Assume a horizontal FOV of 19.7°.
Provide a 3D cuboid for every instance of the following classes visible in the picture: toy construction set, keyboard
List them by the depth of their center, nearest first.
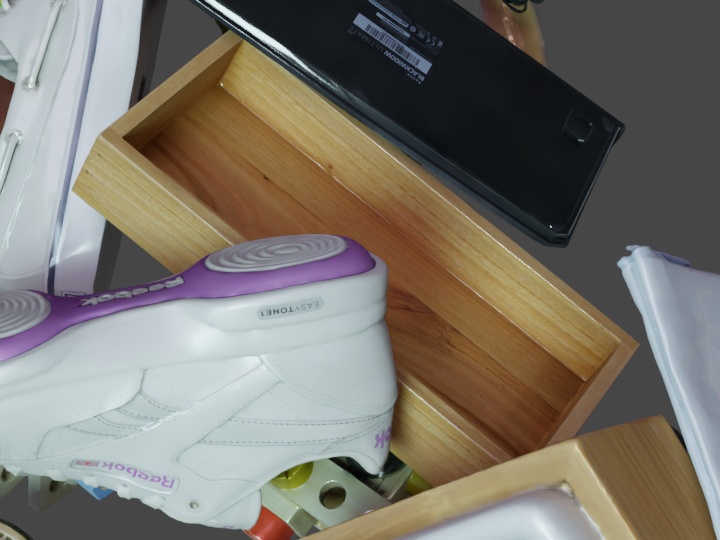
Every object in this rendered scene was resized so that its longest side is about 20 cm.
[{"bbox_3d":[-0.041,0.094,0.782,0.200,0.092,0.131,35,80,12],"label":"toy construction set"},{"bbox_3d":[0.019,-0.102,0.830,0.200,0.021,0.127,35,52,-6],"label":"keyboard"}]

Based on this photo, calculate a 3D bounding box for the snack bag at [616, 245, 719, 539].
[{"bbox_3d":[0.170,0.087,0.684,0.021,0.188,0.201,-31,65,33],"label":"snack bag"}]

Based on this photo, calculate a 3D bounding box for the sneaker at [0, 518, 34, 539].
[{"bbox_3d":[-0.100,0.174,0.769,0.067,0.090,0.201,-33,95,-10],"label":"sneaker"}]

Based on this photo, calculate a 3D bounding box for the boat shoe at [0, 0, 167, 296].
[{"bbox_3d":[-0.116,-0.085,0.819,0.065,0.072,0.201,9,85,1],"label":"boat shoe"}]

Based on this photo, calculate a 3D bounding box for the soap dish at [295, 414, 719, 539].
[{"bbox_3d":[0.078,0.147,0.664,0.081,0.157,0.200,-37,96,-42],"label":"soap dish"}]

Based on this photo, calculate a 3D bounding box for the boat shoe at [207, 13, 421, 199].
[{"bbox_3d":[-0.024,-0.115,0.867,0.066,0.074,0.200,-24,70,-24],"label":"boat shoe"}]

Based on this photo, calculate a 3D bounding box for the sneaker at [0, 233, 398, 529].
[{"bbox_3d":[-0.082,0.052,0.699,0.199,0.075,0.100,-10,109,0],"label":"sneaker"}]

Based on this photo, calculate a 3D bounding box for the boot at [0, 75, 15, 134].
[{"bbox_3d":[-0.218,-0.041,0.884,0.200,0.069,0.188,38,81,24],"label":"boot"}]

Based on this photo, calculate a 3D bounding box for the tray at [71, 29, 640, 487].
[{"bbox_3d":[0.000,0.000,0.775,0.200,0.037,0.099,40,43,4],"label":"tray"}]
